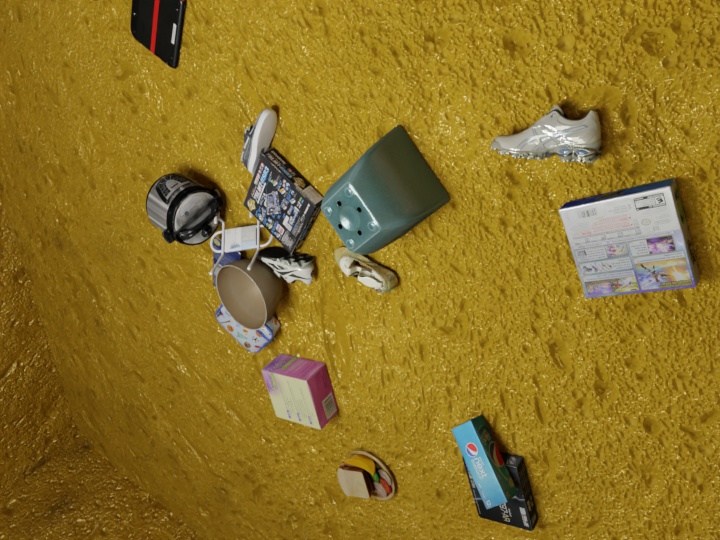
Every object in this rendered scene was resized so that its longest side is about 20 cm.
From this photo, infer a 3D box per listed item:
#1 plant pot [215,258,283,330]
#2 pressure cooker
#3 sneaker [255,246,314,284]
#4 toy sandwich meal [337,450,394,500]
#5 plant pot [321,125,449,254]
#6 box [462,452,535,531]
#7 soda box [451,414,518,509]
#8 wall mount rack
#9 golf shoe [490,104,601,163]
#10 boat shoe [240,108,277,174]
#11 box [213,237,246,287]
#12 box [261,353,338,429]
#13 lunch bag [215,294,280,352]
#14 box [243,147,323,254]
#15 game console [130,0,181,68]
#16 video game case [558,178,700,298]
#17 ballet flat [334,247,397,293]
[{"bbox_3d":[-0.299,0.047,1.746,0.197,0.134,0.205,21,128,28],"label":"plant pot"},{"bbox_3d":[-0.494,-0.171,1.737,0.198,0.177,0.180,30,108,36],"label":"pressure cooker"},{"bbox_3d":[-0.211,-0.008,1.680,0.196,0.074,0.091,17,124,33],"label":"sneaker"},{"bbox_3d":[0.015,0.651,1.898,0.202,0.070,0.210,21,128,29],"label":"toy sandwich meal"},{"bbox_3d":[0.032,-0.149,1.296,0.198,0.199,0.195,53,136,-2],"label":"plant pot"},{"bbox_3d":[0.360,0.561,1.567,0.157,0.043,0.204,-1,115,41],"label":"box"},{"bbox_3d":[0.304,0.467,1.491,0.067,0.063,0.204,-35,71,36],"label":"soda box"},{"bbox_3d":[-0.343,-0.070,1.676,0.195,0.075,0.179,-7,72,15],"label":"wall mount rack"},{"bbox_3d":[0.332,-0.246,1.087,0.196,0.078,0.100,9,105,30],"label":"golf shoe"},{"bbox_3d":[-0.263,-0.334,1.530,0.067,0.072,0.201,40,142,10],"label":"boat shoe"},{"bbox_3d":[-0.404,-0.008,1.874,0.120,0.032,0.203,31,134,22],"label":"box"},{"bbox_3d":[-0.186,0.371,1.878,0.196,0.096,0.180,4,118,38],"label":"box"},{"bbox_3d":[-0.350,0.149,1.872,0.200,0.076,0.160,43,134,-8],"label":"lunch bag"},{"bbox_3d":[-0.205,-0.177,1.588,0.198,0.049,0.201,45,136,10],"label":"box"},{"bbox_3d":[-0.528,-0.659,1.585,0.175,0.031,0.202,37,135,10],"label":"game console"},{"bbox_3d":[0.478,-0.051,1.087,0.197,0.045,0.185,-9,108,43],"label":"video game case"},{"bbox_3d":[0.000,0.000,1.511,0.197,0.070,0.072,27,131,26],"label":"ballet flat"}]
